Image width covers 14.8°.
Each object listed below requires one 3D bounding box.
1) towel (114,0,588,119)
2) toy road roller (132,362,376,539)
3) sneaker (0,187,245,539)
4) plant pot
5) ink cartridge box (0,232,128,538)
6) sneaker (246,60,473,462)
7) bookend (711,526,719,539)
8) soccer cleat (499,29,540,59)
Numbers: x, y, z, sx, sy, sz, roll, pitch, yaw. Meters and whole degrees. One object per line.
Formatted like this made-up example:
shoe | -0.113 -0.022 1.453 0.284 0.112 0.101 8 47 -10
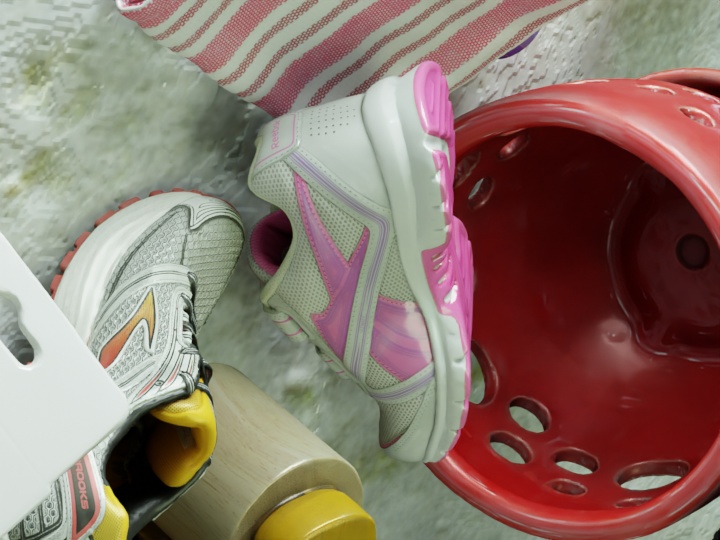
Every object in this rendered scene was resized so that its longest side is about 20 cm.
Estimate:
towel | 0.008 -0.108 1.087 0.146 0.030 0.200 -34 152 13
toy road roller | -0.086 0.150 1.130 0.146 0.123 0.200 -18 129 -35
sneaker | -0.083 0.048 1.057 0.078 0.082 0.200 77 28 -43
plant pot | 0.127 0.008 1.263 0.182 0.200 0.201 -18 128 -58
ink cartridge box | -0.186 0.068 0.906 0.200 0.067 0.116 -41 98 -31
sneaker | 0.000 0.000 1.150 0.081 0.088 0.200 -86 170 -50
bookend | 0.278 0.118 1.210 0.200 0.199 0.092 -48 164 -34
soccer cleat | 0.057 -0.153 1.144 0.067 0.076 0.200 -47 146 -24
